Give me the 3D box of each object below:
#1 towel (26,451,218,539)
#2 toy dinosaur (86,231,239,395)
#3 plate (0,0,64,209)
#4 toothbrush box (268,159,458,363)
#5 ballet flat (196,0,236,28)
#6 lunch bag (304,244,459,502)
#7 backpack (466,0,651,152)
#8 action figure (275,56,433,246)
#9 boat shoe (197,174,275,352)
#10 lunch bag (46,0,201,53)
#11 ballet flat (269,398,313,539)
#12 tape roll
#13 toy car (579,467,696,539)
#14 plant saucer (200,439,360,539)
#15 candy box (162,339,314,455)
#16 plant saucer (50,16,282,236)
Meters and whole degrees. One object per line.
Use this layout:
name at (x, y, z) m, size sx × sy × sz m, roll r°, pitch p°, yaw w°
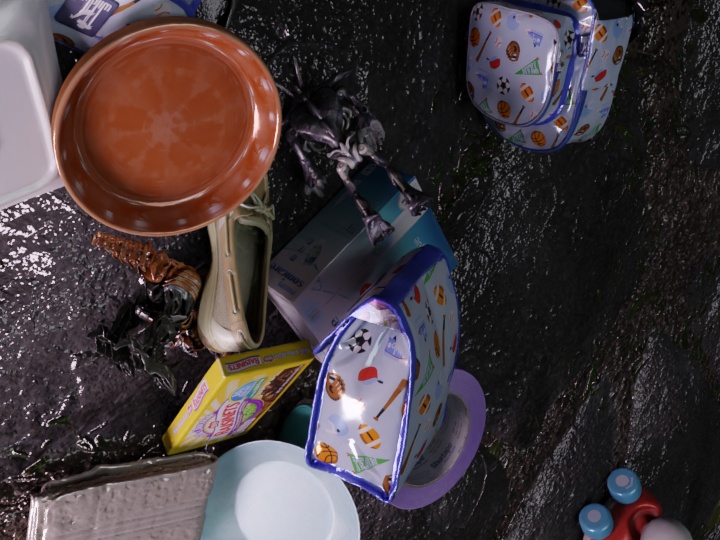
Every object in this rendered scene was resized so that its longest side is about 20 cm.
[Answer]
towel at (-0.251, 0.265, 0.825) m, size 0.197 × 0.034 × 0.135 m, roll 0°, pitch 116°, yaw -39°
toy dinosaur at (-0.194, 0.037, 0.771) m, size 0.200 × 0.101 × 0.137 m, roll 42°, pitch 64°, yaw -23°
plate at (-0.311, -0.103, 0.589) m, size 0.197 × 0.032 × 0.202 m, roll -28°, pitch 148°, yaw -27°
toothbrush box at (0.000, 0.000, 0.898) m, size 0.200 × 0.085 × 0.147 m, roll -44°, pitch 130°, yaw -15°
ballet flat at (-0.147, -0.214, 0.714) m, size 0.066 × 0.056 × 0.204 m, roll 14°, pitch 98°, yaw -41°
lunch bag at (0.029, 0.088, 0.783) m, size 0.170 × 0.122 × 0.204 m, roll -42°, pitch 146°, yaw -60°
backpack at (0.216, -0.238, 0.920) m, size 0.152 × 0.200 × 0.194 m, roll -23°, pitch 127°, yaw -24°
action figure at (-0.019, -0.123, 0.816) m, size 0.118 × 0.201 × 0.102 m, roll -37°, pitch 171°, yaw -4°
boat shoe at (-0.112, -0.021, 0.773) m, size 0.073 × 0.062 × 0.205 m, roll 29°, pitch 63°, yaw -49°
lunch bag at (-0.201, -0.271, 0.612) m, size 0.168 × 0.124 × 0.202 m, roll 16°, pitch 113°, yaw -41°
ballet flat at (-0.073, 0.241, 0.954) m, size 0.075 × 0.067 × 0.203 m, roll -3°, pitch 116°, yaw -55°
tape roll at (0.079, 0.216, 1.059) m, size 0.197 × 0.065 × 0.204 m, roll -15°, pitch 116°, yaw -33°
toy car at (0.535, 0.510, 1.451) m, size 0.177 × 0.199 × 0.186 m, roll -42°, pitch 128°, yaw -18°
plant saucer at (-0.092, 0.286, 0.904) m, size 0.039 × 0.197 × 0.205 m, roll -41°, pitch 143°, yaw -73°
candy box at (-0.130, 0.133, 0.804) m, size 0.101 × 0.027 × 0.200 m, roll -7°, pitch 152°, yaw -34°
plant saucer at (-0.164, -0.121, 0.674) m, size 0.197 × 0.032 × 0.203 m, roll -19°, pitch 135°, yaw -20°
